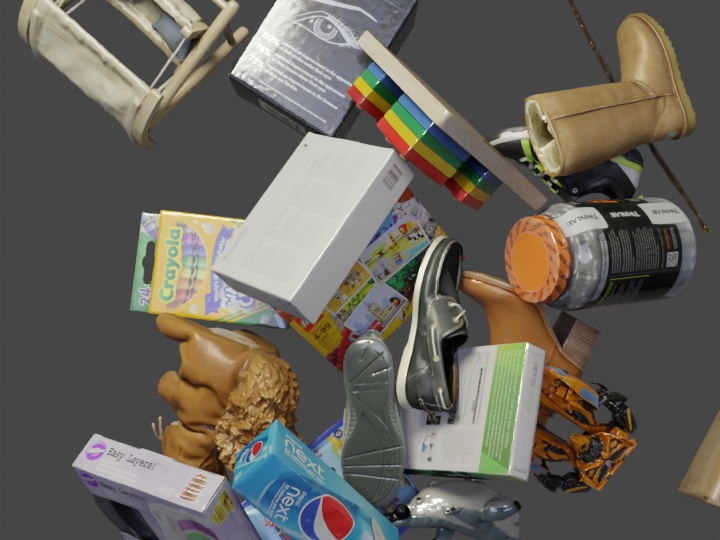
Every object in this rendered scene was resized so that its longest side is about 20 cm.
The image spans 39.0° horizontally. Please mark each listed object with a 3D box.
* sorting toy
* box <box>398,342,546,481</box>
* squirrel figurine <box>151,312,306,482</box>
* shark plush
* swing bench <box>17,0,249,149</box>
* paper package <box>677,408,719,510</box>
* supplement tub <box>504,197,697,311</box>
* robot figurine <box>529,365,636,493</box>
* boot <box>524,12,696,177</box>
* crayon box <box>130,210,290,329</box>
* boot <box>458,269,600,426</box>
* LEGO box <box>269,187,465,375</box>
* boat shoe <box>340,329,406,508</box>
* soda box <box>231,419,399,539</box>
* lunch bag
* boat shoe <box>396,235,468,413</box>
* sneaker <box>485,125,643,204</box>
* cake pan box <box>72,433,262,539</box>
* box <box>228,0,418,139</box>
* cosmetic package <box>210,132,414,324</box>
[{"bbox_3d":[0.085,-0.148,1.132,0.070,0.199,0.200,-47,43,11],"label":"sorting toy"},{"bbox_3d":[0.116,0.159,1.142,0.036,0.200,0.145,23,70,-33],"label":"box"},{"bbox_3d":[-0.157,0.171,1.156,0.200,0.141,0.187,24,95,37],"label":"squirrel figurine"},{"bbox_3d":[0.102,0.294,1.176,0.199,0.091,0.084,-5,115,-31],"label":"shark plush"},{"bbox_3d":[-0.274,-0.286,1.207,0.199,0.130,0.200,41,88,2],"label":"swing bench"},{"bbox_3d":[0.510,0.219,1.188,0.190,0.103,0.200,28,87,0],"label":"paper package"},{"bbox_3d":[0.272,-0.019,1.157,0.199,0.122,0.123,-5,86,-30],"label":"supplement tub"},{"bbox_3d":[0.236,0.187,1.178,0.200,0.058,0.145,32,98,-24],"label":"robot figurine"},{"bbox_3d":[0.281,-0.211,1.190,0.199,0.066,0.176,-15,73,-21],"label":"boot"},{"bbox_3d":[-0.178,-0.002,1.229,0.199,0.052,0.126,6,87,1],"label":"crayon box"},{"bbox_3d":[0.171,0.097,1.207,0.200,0.077,0.156,28,93,-17],"label":"boot"},{"bbox_3d":[0.000,0.000,1.177,0.200,0.077,0.149,-46,129,-2],"label":"LEGO box"},{"bbox_3d":[0.014,0.170,1.156,0.074,0.065,0.203,-3,101,8],"label":"boat shoe"},{"bbox_3d":[-0.044,0.257,1.091,0.064,0.068,0.200,-41,109,14],"label":"soda box"},{"bbox_3d":[-0.025,0.274,1.201,0.200,0.094,0.151,-39,85,-11],"label":"lunch bag"},{"bbox_3d":[0.095,0.060,1.138,0.067,0.072,0.201,3,76,33],"label":"boat shoe"},{"bbox_3d":[0.246,-0.120,1.223,0.199,0.072,0.083,11,88,1],"label":"sneaker"},{"bbox_3d":[-0.204,0.272,1.122,0.199,0.185,0.052,11,47,30],"label":"cake pan box"},{"bbox_3d":[-0.042,-0.266,1.216,0.148,0.104,0.200,33,87,2],"label":"box"},{"bbox_3d":[-0.054,-0.052,1.111,0.151,0.052,0.200,20,71,45],"label":"cosmetic package"}]
